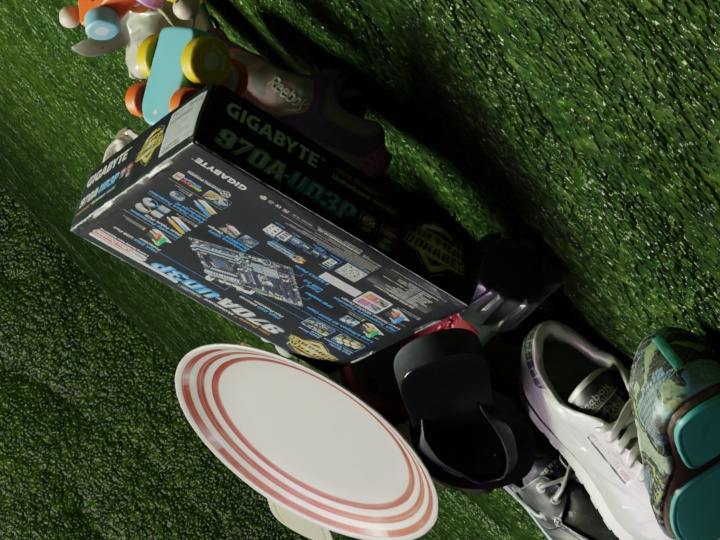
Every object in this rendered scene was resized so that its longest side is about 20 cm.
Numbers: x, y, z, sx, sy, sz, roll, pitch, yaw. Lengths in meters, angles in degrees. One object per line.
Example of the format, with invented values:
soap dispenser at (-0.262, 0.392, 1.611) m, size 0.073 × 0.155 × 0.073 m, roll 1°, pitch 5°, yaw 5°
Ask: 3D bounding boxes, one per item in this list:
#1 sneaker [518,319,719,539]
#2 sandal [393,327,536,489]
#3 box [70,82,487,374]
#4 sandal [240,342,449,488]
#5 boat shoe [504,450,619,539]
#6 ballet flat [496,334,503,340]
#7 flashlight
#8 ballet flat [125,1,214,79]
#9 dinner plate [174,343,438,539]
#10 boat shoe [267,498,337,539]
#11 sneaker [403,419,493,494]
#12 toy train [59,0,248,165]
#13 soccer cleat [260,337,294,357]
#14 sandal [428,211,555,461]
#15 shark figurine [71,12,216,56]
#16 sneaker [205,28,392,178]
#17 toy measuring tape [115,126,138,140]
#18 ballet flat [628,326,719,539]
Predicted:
sneaker at (0.172, 0.113, 1.378) m, size 0.200 × 0.076 × 0.081 m, roll 43°, pitch 163°, yaw 19°
sandal at (0.065, 0.102, 1.401) m, size 0.200 × 0.076 × 0.043 m, roll 55°, pitch -166°, yaw -58°
box at (-0.050, -0.019, 1.314) m, size 0.200 × 0.046 × 0.159 m, roll 30°, pitch 148°, yaw -21°
sandal at (0.006, 0.077, 1.565) m, size 0.212 × 0.070 × 0.078 m, roll 35°, pitch 179°, yaw -34°
boat shoe at (0.151, 0.160, 1.642) m, size 0.200 × 0.072 × 0.068 m, roll 46°, pitch 173°, yaw 48°
ballet flat at (0.067, 0.053, 1.632) m, size 0.063 × 0.069 × 0.200 m, roll 18°, pitch -164°, yaw -44°
flashlight at (0.045, 0.039, 1.403) m, size 0.068 × 0.068 × 0.200 m, roll 46°, pitch 144°, yaw 2°
ballet flat at (-0.121, -0.130, 1.512) m, size 0.200 × 0.069 × 0.069 m, roll 62°, pitch 172°, yaw 11°
dinner plate at (-0.033, 0.111, 1.467) m, size 0.200 × 0.024 × 0.200 m, roll 24°, pitch 149°, yaw 15°
boat shoe at (-0.033, 0.137, 1.606) m, size 0.072 × 0.060 × 0.200 m, roll 24°, pitch 157°, yaw 15°
sneaker at (0.038, 0.102, 1.683) m, size 0.200 × 0.091 × 0.076 m, roll 49°, pitch 128°, yaw 43°
toy train at (-0.127, -0.147, 1.403) m, size 0.056 × 0.150 × 0.200 m, roll 14°, pitch -131°, yaw -35°
soccer cleat at (-0.055, 0.015, 1.548) m, size 0.070 × 0.086 × 0.200 m, roll -5°, pitch 171°, yaw 19°
sandal at (0.088, 0.042, 1.490) m, size 0.200 × 0.055 × 0.082 m, roll 63°, pitch -155°, yaw -11°
shark figurine at (-0.191, -0.205, 1.594) m, size 0.214 × 0.090 × 0.128 m, roll 51°, pitch 167°, yaw -30°
sneaker at (-0.045, -0.100, 1.412) m, size 0.200 × 0.088 × 0.081 m, roll 49°, pitch 166°, yaw 46°
toy measuring tape at (-0.155, -0.051, 1.585) m, size 0.074 × 0.074 × 0.200 m, roll 53°, pitch 173°, yaw -27°
ballet flat at (0.188, 0.092, 1.272) m, size 0.074 × 0.074 × 0.200 m, roll 41°, pitch 162°, yaw 27°
